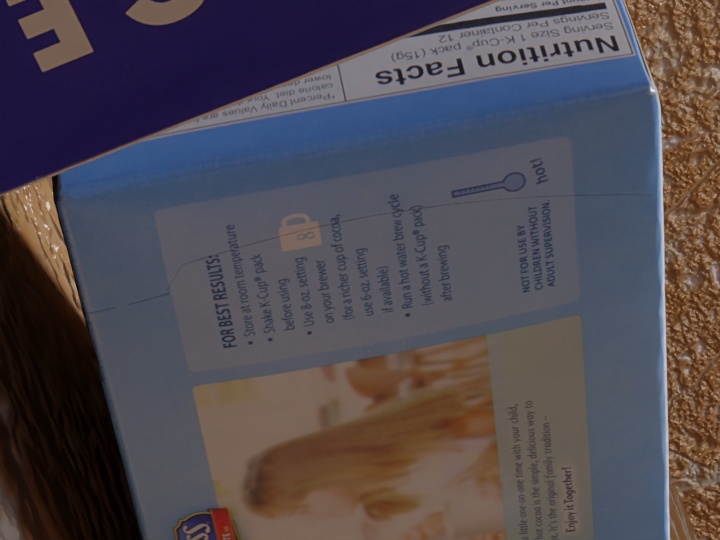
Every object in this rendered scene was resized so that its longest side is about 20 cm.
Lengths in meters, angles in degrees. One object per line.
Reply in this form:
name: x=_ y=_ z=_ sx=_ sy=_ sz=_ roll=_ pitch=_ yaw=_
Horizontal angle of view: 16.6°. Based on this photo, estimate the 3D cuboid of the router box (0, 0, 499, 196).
router box: x=-0.040 y=-0.083 z=0.475 sx=0.180 sy=0.200 sz=0.049 roll=-96 pitch=163 yaw=-64

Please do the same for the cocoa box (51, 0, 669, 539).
cocoa box: x=0.000 y=0.000 z=0.613 sx=0.131 sy=0.133 sz=0.200 roll=-103 pitch=-177 yaw=-46
